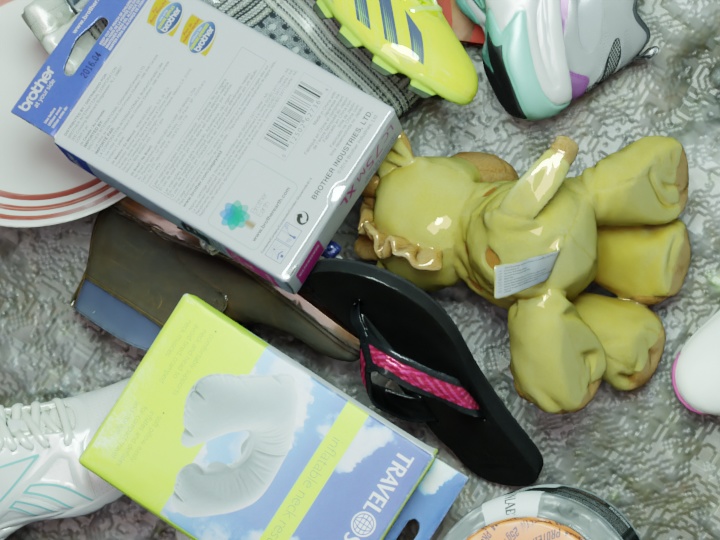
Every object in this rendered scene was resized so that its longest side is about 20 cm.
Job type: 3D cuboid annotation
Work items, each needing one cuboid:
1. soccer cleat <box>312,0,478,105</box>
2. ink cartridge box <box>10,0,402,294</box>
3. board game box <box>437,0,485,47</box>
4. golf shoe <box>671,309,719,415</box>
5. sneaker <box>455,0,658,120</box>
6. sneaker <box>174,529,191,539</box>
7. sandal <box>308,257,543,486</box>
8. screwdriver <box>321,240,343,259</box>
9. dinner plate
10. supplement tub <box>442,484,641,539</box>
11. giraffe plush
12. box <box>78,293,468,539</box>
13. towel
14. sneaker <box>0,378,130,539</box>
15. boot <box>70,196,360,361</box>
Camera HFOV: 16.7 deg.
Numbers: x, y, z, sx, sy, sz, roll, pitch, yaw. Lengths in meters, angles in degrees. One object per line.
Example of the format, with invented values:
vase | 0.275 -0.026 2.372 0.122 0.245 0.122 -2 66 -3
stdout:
soccer cleat | 0.008 -0.180 1.457 0.084 0.065 0.200 -46 70 10
ink cartridge box | -0.090 -0.086 1.425 0.200 0.042 0.119 31 81 14
board game box | 0.067 -0.240 1.507 0.103 0.019 0.200 7 88 -6
golf shoe | 0.275 0.032 1.437 0.200 0.092 0.075 -23 85 9
sneaker | 0.115 -0.204 1.470 0.140 0.078 0.200 -26 102 -9
sneaker | -0.023 0.208 1.486 0.080 0.070 0.200 -42 81 2
sandal | 0.038 0.069 1.440 0.200 0.075 0.045 51 57 -26
screwdriver | 0.000 0.000 1.451 0.200 0.028 0.029 37 99 -3
dinner plate | -0.196 -0.113 1.529 0.200 0.024 0.201 -3 64 5
supplement tub | 0.103 0.185 1.400 0.122 0.200 0.123 -1 86 9
giraffe plush | 0.079 -0.016 1.450 0.162 0.200 0.173 18 95 39
box | -0.050 0.117 1.444 0.200 0.048 0.122 32 90 4
towel | -0.080 -0.139 1.497 0.192 0.035 0.200 -37 81 -18
sneaker | -0.208 0.115 1.499 0.200 0.080 0.070 -28 40 4
boot | -0.087 0.024 1.512 0.200 0.075 0.097 33 103 19
